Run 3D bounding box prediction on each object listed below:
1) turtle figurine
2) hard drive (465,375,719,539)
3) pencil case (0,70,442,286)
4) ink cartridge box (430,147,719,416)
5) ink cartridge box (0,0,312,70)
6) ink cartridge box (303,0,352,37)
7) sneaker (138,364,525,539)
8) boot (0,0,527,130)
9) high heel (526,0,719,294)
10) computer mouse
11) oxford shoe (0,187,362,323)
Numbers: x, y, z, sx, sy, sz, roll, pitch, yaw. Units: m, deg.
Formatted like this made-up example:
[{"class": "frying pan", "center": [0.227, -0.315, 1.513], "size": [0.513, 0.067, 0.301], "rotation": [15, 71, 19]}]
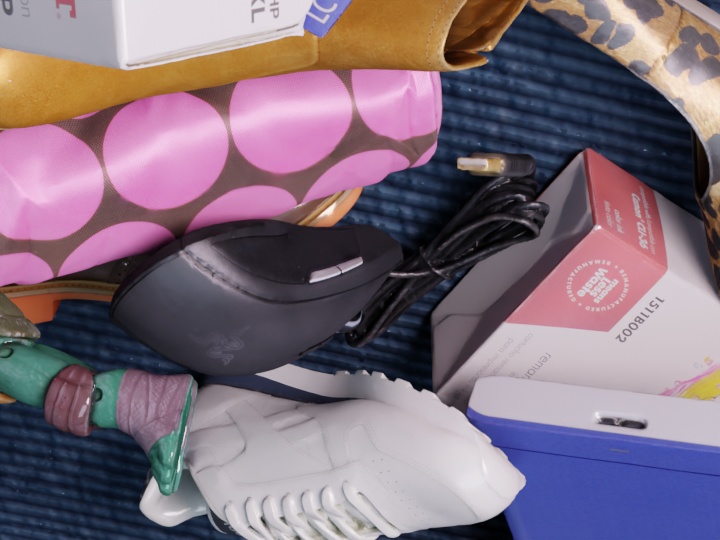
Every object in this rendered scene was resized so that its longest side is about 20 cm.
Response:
[{"class": "turtle figurine", "center": [-0.168, 0.048, 0.985], "size": [0.200, 0.150, 0.101], "rotation": [10, 103, -1]}, {"class": "hard drive", "center": [0.130, 0.116, 1.066], "size": [0.132, 0.025, 0.200], "rotation": [6, 147, 21]}, {"class": "pencil case", "center": [-0.072, -0.062, 0.971], "size": [0.200, 0.094, 0.091], "rotation": [-14, 127, -14]}, {"class": "ink cartridge box", "center": [0.144, 0.049, 1.085], "size": [0.200, 0.068, 0.117], "rotation": [31, 119, -20]}, {"class": "ink cartridge box", "center": [-0.115, -0.149, 0.747], "size": [0.200, 0.084, 0.145], "rotation": [14, 112, 39]}, {"class": "ink cartridge box", "center": [0.008, -0.172, 0.791], "size": [0.076, 0.200, 0.136], "rotation": [34, 132, -7]}, {"class": "sneaker", "center": [-0.014, 0.090, 1.043], "size": [0.200, 0.081, 0.076], "rotation": [4, 140, 49]}, {"class": "boot", "center": [-0.033, -0.095, 0.886], "size": [0.144, 0.201, 0.071], "rotation": [18, 127, 30]}, {"class": "high heel", "center": [0.104, -0.072, 0.993], "size": [0.142, 0.071, 0.200], "rotation": [-6, 107, -4]}, {"class": "computer mouse", "center": [0.000, 0.000, 0.990], "size": [0.140, 0.046, 0.200], "rotation": [-37, 159, 26]}, {"class": "oxford shoe", "center": [-0.099, -0.029, 1.029], "size": [0.200, 0.071, 0.073], "rotation": [-13, 119, 9]}]
